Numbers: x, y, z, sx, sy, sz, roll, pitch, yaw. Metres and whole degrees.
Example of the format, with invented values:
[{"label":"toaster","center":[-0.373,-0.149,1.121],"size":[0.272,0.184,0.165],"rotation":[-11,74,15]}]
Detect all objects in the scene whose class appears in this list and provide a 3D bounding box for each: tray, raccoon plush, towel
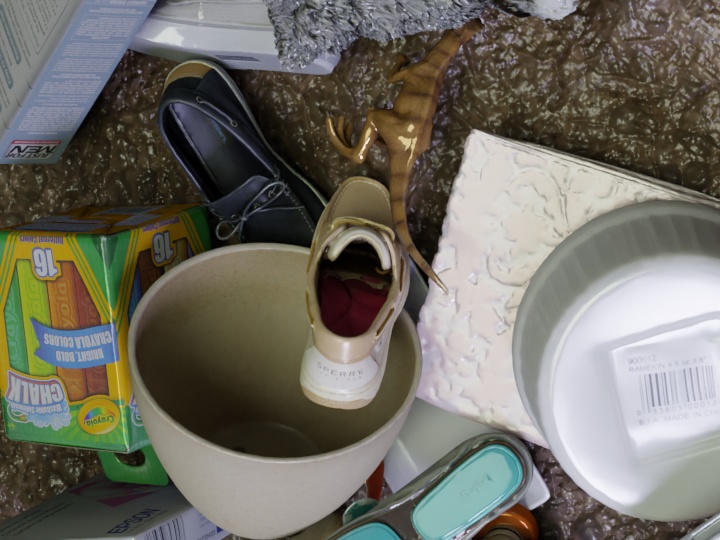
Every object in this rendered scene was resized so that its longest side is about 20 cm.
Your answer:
[{"label":"tray","center":[0.046,0.097,1.581],"size":[0.107,0.022,0.201],"rotation":[-32,88,26]},{"label":"raccoon plush","center":[0.025,-0.181,1.427],"size":[0.199,0.134,0.097],"rotation":[10,130,53]},{"label":"towel","center":[0.138,0.022,1.508],"size":[0.190,0.032,0.202],"rotation":[19,106,11]}]

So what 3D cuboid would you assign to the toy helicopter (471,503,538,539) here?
[{"label":"toy helicopter","center":[0.070,0.263,1.567],"size":[0.199,0.079,0.133],"rotation":[-32,107,24]}]

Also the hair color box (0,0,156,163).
[{"label":"hair color box","center":[-0.217,-0.174,1.566],"size":[0.200,0.060,0.100],"rotation":[-50,53,42]}]

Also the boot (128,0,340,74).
[{"label":"boot","center":[-0.094,-0.196,1.564],"size":[0.199,0.073,0.096],"rotation":[9,83,26]}]

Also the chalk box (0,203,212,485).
[{"label":"chalk box","center":[-0.181,0.060,1.604],"size":[0.124,0.124,0.202],"rotation":[1,101,35]}]

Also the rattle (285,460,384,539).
[{"label":"rattle","center":[-0.014,0.248,1.602],"size":[0.200,0.130,0.143],"rotation":[-42,87,7]}]

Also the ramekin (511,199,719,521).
[{"label":"ramekin","center":[0.199,0.064,1.432],"size":[0.199,0.098,0.202],"rotation":[0,106,1]}]

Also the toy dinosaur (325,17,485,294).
[{"label":"toy dinosaur","center":[0.028,-0.088,1.496],"size":[0.106,0.060,0.202],"rotation":[0,72,52]}]

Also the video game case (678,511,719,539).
[{"label":"video game case","center":[0.290,0.188,1.405],"size":[0.182,0.200,0.022],"rotation":[-37,43,14]}]

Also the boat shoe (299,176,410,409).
[{"label":"boat shoe","center":[0.000,0.000,1.490],"size":[0.073,0.201,0.070],"rotation":[7,135,-2]}]

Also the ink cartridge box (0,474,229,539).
[{"label":"ink cartridge box","center":[-0.200,0.187,1.608],"size":[0.198,0.196,0.044],"rotation":[-4,98,23]}]

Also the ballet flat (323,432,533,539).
[{"label":"ballet flat","center":[0.035,0.182,1.525],"size":[0.199,0.064,0.068],"rotation":[-35,89,0]}]

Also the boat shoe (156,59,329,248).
[{"label":"boat shoe","center":[-0.079,-0.056,1.568],"size":[0.074,0.062,0.201],"rotation":[-27,105,29]}]

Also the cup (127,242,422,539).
[{"label":"cup","center":[-0.063,0.102,1.529],"size":[0.199,0.200,0.144],"rotation":[24,136,17]}]
